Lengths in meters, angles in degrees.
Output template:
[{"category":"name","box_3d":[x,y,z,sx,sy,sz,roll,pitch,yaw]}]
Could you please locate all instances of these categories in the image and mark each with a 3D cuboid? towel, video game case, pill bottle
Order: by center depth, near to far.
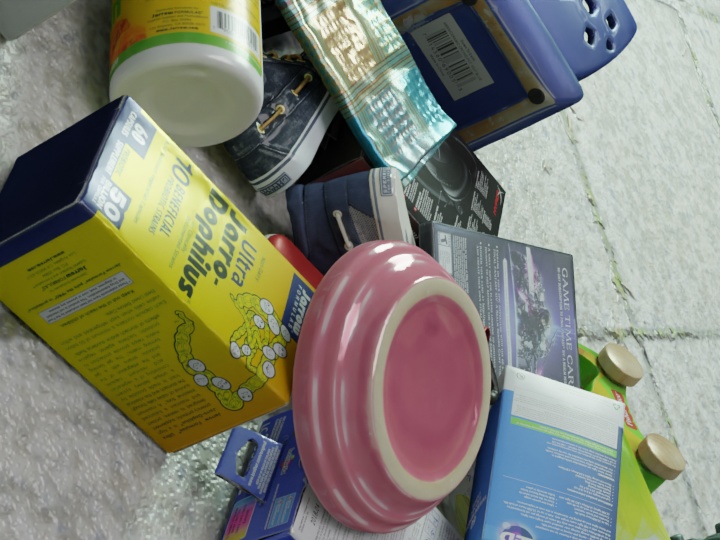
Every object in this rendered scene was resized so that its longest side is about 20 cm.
[{"category":"pill bottle","box_3d":[-0.130,-0.202,1.219,0.111,0.111,0.201,31,45,-43]},{"category":"towel","box_3d":[0.005,-0.172,1.338,0.200,0.022,0.147,59,31,-12]},{"category":"video game case","box_3d":[0.121,0.043,1.382,0.200,0.019,0.144,11,73,-48]}]

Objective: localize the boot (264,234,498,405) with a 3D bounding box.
[{"category":"boot","box_3d":[0.016,0.036,1.242,0.200,0.144,0.072,53,35,-17]}]

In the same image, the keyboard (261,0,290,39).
[{"category":"keyboard","box_3d":[-0.044,-0.226,1.392,0.127,0.021,0.200,32,29,13]}]

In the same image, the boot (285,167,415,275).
[{"category":"boot","box_3d":[0.000,0.000,1.324,0.073,0.090,0.201,-88,169,-49]}]

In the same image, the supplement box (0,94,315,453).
[{"category":"supplement box","box_3d":[-0.137,0.006,1.065,0.200,0.109,0.109,47,36,-28]}]

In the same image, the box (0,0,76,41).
[{"category":"box","box_3d":[-0.205,-0.296,1.085,0.199,0.200,0.131,52,34,-20]}]

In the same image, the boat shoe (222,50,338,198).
[{"category":"boat shoe","box_3d":[-0.064,-0.151,1.321,0.091,0.071,0.201,48,34,-21]}]

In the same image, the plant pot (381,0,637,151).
[{"category":"plant pot","box_3d":[0.114,-0.228,1.531,0.200,0.200,0.180,55,39,-18]}]

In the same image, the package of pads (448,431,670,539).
[{"category":"package of pads","box_3d":[0.164,0.223,1.278,0.154,0.068,0.200,-2,50,-23]}]

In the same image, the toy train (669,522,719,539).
[{"category":"toy train","box_3d":[0.265,0.276,1.412,0.114,0.200,0.086,-11,80,-43]}]

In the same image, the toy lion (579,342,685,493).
[{"category":"toy lion","box_3d":[0.195,0.130,1.503,0.191,0.069,0.200,25,30,-29]}]

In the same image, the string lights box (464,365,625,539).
[{"category":"string lights box","box_3d":[0.136,0.175,1.220,0.102,0.059,0.200,18,46,-4]}]

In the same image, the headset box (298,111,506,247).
[{"category":"headset box","box_3d":[0.034,-0.075,1.410,0.200,0.077,0.149,46,36,-27]}]

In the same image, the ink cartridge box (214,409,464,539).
[{"category":"ink cartridge box","box_3d":[-0.019,0.185,1.151,0.200,0.076,0.137,52,34,-25]}]

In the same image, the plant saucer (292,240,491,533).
[{"category":"plant saucer","box_3d":[0.031,0.080,1.116,0.200,0.051,0.202,-1,92,-54]}]
